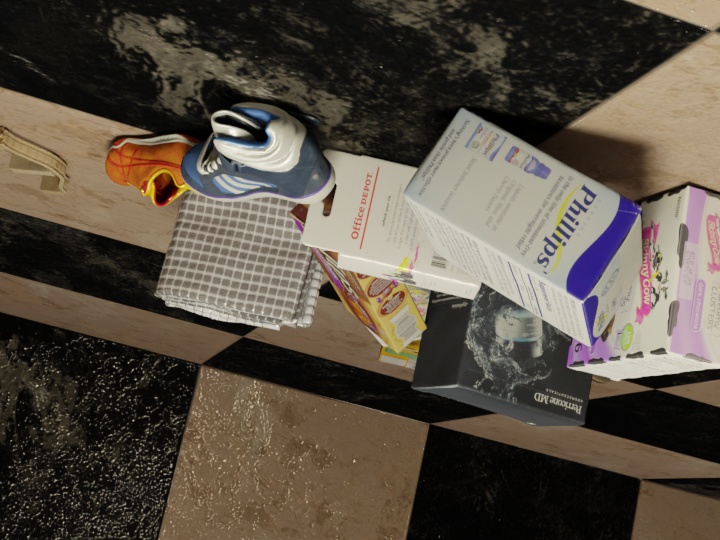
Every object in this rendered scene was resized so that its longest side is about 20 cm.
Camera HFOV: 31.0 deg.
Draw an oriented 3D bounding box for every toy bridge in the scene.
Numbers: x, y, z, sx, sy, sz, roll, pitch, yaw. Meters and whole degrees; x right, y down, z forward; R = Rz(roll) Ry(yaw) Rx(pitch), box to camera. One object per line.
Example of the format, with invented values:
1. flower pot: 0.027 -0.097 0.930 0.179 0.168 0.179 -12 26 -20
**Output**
1. toy bridge: -0.426 -0.141 1.698 0.067 0.027 0.200 7 166 14

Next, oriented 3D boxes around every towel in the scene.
1. towel: -0.144 -0.020 1.630 0.198 0.167 0.086 10 161 13

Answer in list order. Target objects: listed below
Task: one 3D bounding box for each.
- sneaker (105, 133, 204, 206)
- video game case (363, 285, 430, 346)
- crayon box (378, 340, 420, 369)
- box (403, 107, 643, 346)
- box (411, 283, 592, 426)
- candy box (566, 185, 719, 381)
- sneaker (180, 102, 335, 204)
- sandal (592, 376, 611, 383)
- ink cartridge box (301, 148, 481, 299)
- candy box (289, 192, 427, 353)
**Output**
1. sneaker: -0.249 -0.114 1.526 0.073 0.078 0.199 19 168 -34
2. video game case: 0.092 0.047 1.801 0.198 0.018 0.143 -13 141 23
3. crayon box: 0.102 0.137 2.323 0.125 0.052 0.200 13 168 1
4. box: 0.161 -0.038 1.239 0.199 0.105 0.184 33 174 19
5. box: 0.189 0.075 1.623 0.195 0.202 0.117 18 166 -25
6. candy box: 0.300 0.018 1.334 0.071 0.169 0.200 15 167 -17
7. sneaker: -0.132 -0.133 1.346 0.199 0.081 0.146 9 159 31
8. sandal: 0.349 0.111 1.950 0.054 0.082 0.200 -21 143 29
9. ink cartridge box: 0.043 -0.051 1.414 0.198 0.116 0.068 13 167 1
10. candy box: 0.000 0.000 1.573 0.117 0.056 0.200 39 166 42
